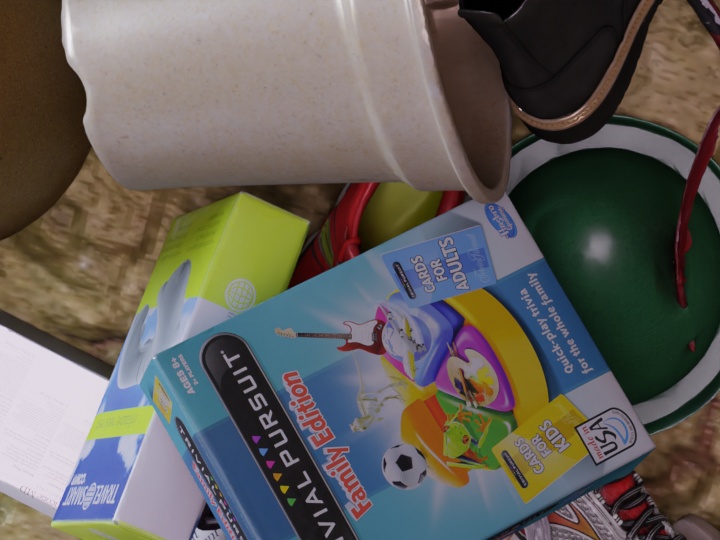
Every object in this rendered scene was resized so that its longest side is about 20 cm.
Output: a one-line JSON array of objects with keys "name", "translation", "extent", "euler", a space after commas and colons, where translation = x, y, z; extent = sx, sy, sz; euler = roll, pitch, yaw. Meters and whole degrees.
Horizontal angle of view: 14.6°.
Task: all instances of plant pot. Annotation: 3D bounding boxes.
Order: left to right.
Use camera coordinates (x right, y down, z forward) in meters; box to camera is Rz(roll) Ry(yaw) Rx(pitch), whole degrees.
[{"name": "plant pot", "translation": [-0.235, -0.086, 1.409], "extent": [0.186, 0.200, 0.187], "euler": [1, 99, 3]}, {"name": "plant pot", "translation": [-0.038, -0.117, 1.352], "extent": [0.183, 0.200, 0.201], "euler": [-9, 98, 13]}]

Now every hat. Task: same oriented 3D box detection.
[{"name": "hat", "translation": [0.124, 0.004, 1.410], "extent": [0.165, 0.176, 0.201], "euler": [-5, 98, 4]}]

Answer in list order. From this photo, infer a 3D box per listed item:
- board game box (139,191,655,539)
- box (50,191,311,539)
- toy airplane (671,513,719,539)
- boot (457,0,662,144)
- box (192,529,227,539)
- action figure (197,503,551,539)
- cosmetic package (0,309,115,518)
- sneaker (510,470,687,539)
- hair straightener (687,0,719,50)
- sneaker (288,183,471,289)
[{"name": "board game box", "translation": [0.018, 0.069, 1.348], "extent": [0.200, 0.047, 0.151], "euler": [-26, 78, -20]}, {"name": "box", "translation": [-0.095, 0.065, 1.418], "extent": [0.048, 0.122, 0.201], "euler": [25, 76, -17]}, {"name": "toy airplane", "translation": [0.255, 0.220, 1.451], "extent": [0.199, 0.141, 0.200], "euler": [-3, 88, 20]}, {"name": "boot", "translation": [0.111, -0.178, 1.368], "extent": [0.077, 0.138, 0.201], "euler": [9, 74, 24]}, {"name": "box", "translation": [-0.038, 0.126, 1.487], "extent": [0.200, 0.042, 0.039], "euler": [-40, 136, 16]}, {"name": "action figure", "translation": [0.014, 0.118, 1.411], "extent": [0.199, 0.069, 0.131], "euler": [-18, 78, 10]}, {"name": "cosmetic package", "translation": [-0.221, 0.054, 1.502], "extent": [0.199, 0.051, 0.083], "euler": [27, 94, -1]}, {"name": "sneaker", "translation": [0.115, 0.123, 1.442], "extent": [0.200, 0.078, 0.082], "euler": [29, 111, 26]}, {"name": "hair straightener", "translation": [0.205, -0.152, 1.460], "extent": [0.077, 0.041, 0.200], "euler": [-38, 90, 2]}, {"name": "sneaker", "translation": [0.000, 0.000, 1.461], "extent": [0.077, 0.085, 0.201], "euler": [24, 106, 0]}]
